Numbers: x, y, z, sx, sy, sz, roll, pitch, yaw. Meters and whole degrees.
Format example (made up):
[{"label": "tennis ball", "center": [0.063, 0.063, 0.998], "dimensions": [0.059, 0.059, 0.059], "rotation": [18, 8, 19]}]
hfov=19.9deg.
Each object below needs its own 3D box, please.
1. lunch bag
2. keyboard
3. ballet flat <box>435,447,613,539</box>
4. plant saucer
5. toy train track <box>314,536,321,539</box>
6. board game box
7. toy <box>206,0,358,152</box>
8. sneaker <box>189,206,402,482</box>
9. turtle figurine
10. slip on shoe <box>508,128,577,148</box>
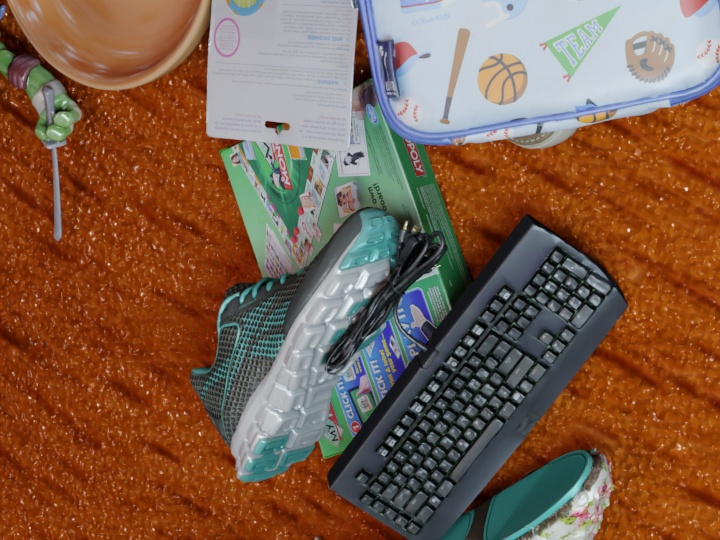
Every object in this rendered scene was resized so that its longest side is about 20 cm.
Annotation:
[{"label": "lunch bag", "center": [0.088, -0.151, 1.044], "dimensions": [0.199, 0.076, 0.161], "rotation": [-7, 97, 12]}, {"label": "keyboard", "center": [0.045, 0.053, 1.147], "dimensions": [0.127, 0.021, 0.200], "rotation": [35, 109, -4]}, {"label": "ballet flat", "center": [0.087, 0.162, 1.179], "dimensions": [0.064, 0.076, 0.200], "rotation": [42, 134, -14]}, {"label": "plant saucer", "center": [-0.154, -0.215, 1.295], "dimensions": [0.199, 0.037, 0.201], "rotation": [10, 106, 37]}, {"label": "toy train track", "center": [-0.023, 0.248, 1.299], "dimensions": [0.115, 0.032, 0.200], "rotation": [46, 126, 22]}, {"label": "board game box", "center": [0.000, 0.000, 1.225], "dimensions": [0.134, 0.029, 0.201], "rotation": [-21, 87, 41]}, {"label": "toy", "center": [-0.032, -0.175, 1.199], "dimensions": [0.115, 0.047, 0.201], "rotation": [9, 101, 41]}, {"label": "sneaker", "center": [-0.045, 0.031, 1.205], "dimensions": [0.091, 0.077, 0.200], "rotation": [48, 124, 25]}, {"label": "turtle figurine", "center": [-0.260, -0.096, 1.320], "dimensions": [0.143, 0.194, 0.201], "rotation": [18, 82, 5]}, {"label": "slip on shoe", "center": [0.058, -0.158, 1.119], "dimensions": [0.076, 0.060, 0.201], "rotation": [-20, 87, 40]}]
